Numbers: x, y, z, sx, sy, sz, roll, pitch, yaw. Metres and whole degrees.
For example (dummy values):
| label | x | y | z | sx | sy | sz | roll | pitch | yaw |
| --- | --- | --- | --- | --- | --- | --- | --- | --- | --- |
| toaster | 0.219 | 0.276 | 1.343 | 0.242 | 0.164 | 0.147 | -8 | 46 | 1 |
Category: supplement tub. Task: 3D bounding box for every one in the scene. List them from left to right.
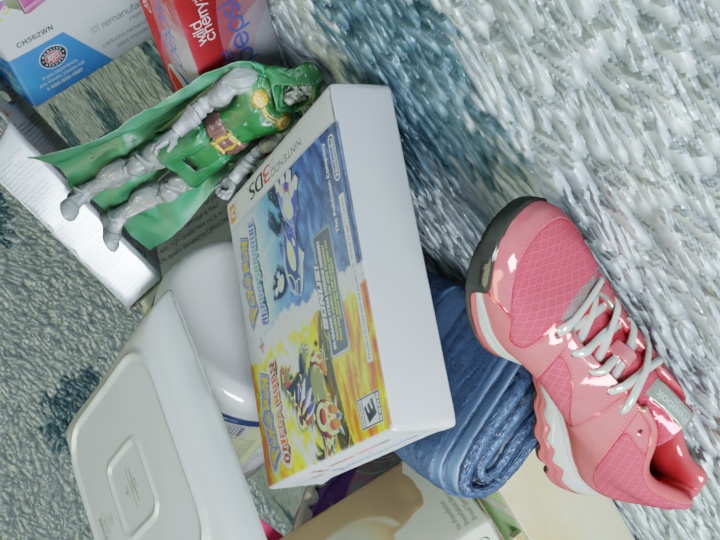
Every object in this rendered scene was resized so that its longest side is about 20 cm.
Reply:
| label | x | y | z | sx | sy | sz | roll | pitch | yaw |
| --- | --- | --- | --- | --- | --- | --- | --- | --- | --- |
| supplement tub | -0.113 | 0.084 | 0.898 | 0.145 | 0.145 | 0.200 | 52 | 140 | 11 |

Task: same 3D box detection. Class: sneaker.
| label | x | y | z | sx | sy | sz | roll | pitch | yaw |
| --- | --- | --- | --- | --- | --- | --- | --- | --- | --- |
| sneaker | 0.019 | 0.175 | 0.950 | 0.088 | 0.200 | 0.081 | 33 | 134 | 15 |
| sneaker | 0.121 | 0.044 | 0.565 | 0.087 | 0.074 | 0.200 | 17 | 146 | 45 |

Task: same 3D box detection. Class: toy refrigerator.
| label | x | y | z | sx | sy | sz | roll | pitch | yaw |
| --- | --- | --- | --- | --- | --- | --- | --- | --- | --- |
| toy refrigerator | 0.119 | 0.157 | 0.778 | 0.200 | 0.070 | 0.076 | 59 | 165 | -14 |

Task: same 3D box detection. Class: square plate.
| label | x | y | z | sx | sy | sz | roll | pitch | yaw |
| --- | --- | --- | --- | --- | --- | --- | --- | --- | --- |
| square plate | -0.144 | 0.148 | 0.791 | 0.198 | 0.028 | 0.200 | -47 | 57 | 42 |

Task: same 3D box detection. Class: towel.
| label | x | y | z | sx | sy | sz | roll | pitch | yaw |
| --- | --- | --- | --- | --- | --- | --- | --- | --- | --- |
| towel | 0.045 | 0.062 | 0.718 | 0.049 | 0.112 | 0.200 | 38 | 175 | -32 |

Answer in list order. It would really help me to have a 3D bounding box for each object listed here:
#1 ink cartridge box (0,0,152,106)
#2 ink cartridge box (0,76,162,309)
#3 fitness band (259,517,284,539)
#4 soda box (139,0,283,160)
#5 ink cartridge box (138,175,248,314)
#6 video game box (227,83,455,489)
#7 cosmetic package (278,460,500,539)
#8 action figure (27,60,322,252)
| label | x | y | z | sx | sy | sz | roll | pitch | yaw |
| --- | --- | --- | --- | --- | --- | --- | --- | --- | --- |
| ink cartridge box | -0.241 | -0.247 | 0.866 | 0.085 | 0.144 | 0.200 | 41 | 160 | 42 |
| ink cartridge box | -0.238 | -0.069 | 0.912 | 0.200 | 0.043 | 0.196 | 47 | 179 | -15 |
| fitness band | -0.101 | 0.218 | 0.891 | 0.144 | 0.037 | 0.200 | -7 | 135 | 50 |
| soda box | -0.099 | -0.157 | 0.782 | 0.070 | 0.063 | 0.200 | 46 | 163 | 31 |
| ink cartridge box | -0.161 | -0.031 | 1.093 | 0.200 | 0.146 | 0.084 | 60 | 167 | -17 |
| video game box | -0.021 | 0.017 | 0.700 | 0.182 | 0.047 | 0.200 | 139 | 125 | -60 |
| cosmetic package | -0.004 | 0.217 | 0.789 | 0.071 | 0.200 | 0.105 | 62 | 172 | -30 |
| action figure | -0.108 | -0.082 | 0.770 | 0.118 | 0.200 | 0.055 | 38 | -149 | -43 |
